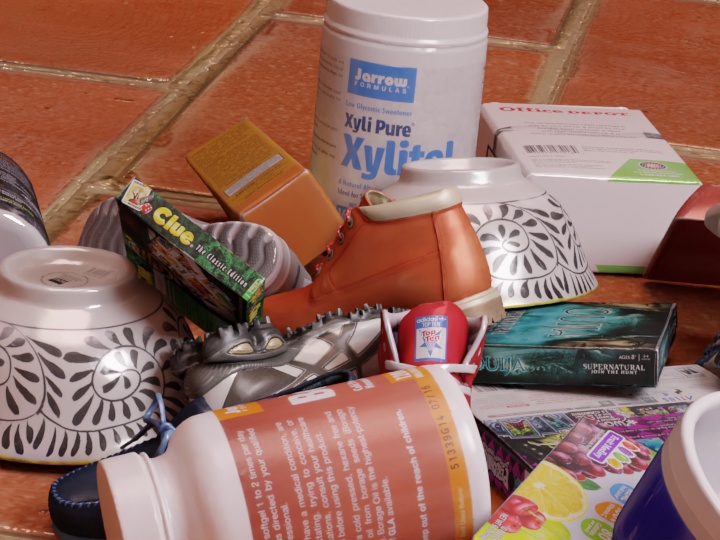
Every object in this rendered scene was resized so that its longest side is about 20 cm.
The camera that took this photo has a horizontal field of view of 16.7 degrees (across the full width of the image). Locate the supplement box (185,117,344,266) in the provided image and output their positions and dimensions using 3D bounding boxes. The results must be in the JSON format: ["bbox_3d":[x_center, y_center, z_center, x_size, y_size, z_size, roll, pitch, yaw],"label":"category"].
[{"bbox_3d":[-0.074,-0.059,1.895,0.069,0.067,0.200,-37,22,-6],"label":"supplement box"}]

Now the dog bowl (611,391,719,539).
[{"bbox_3d":[0.234,0.156,1.275,0.200,0.079,0.200,24,26,-13],"label":"dog bowl"}]

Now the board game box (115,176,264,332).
[{"bbox_3d":[-0.108,0.003,1.579,0.105,0.023,0.200,36,-12,5],"label":"board game box"}]

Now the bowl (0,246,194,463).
[{"bbox_3d":[-0.188,0.042,1.570,0.200,0.094,0.201,3,20,-1],"label":"bowl"}]

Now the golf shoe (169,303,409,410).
[{"bbox_3d":[-0.031,0.076,1.561,0.200,0.095,0.078,-9,-12,-41],"label":"golf shoe"}]

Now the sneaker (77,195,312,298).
[{"bbox_3d":[-0.124,-0.001,1.800,0.200,0.075,0.082,14,-13,36],"label":"sneaker"}]

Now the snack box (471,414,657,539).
[{"bbox_3d":[0.146,0.162,1.338,0.142,0.053,0.200,29,25,12],"label":"snack box"}]

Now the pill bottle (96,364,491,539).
[{"bbox_3d":[-0.038,0.124,1.340,0.200,0.112,0.112,-11,23,-13],"label":"pill bottle"}]

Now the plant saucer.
[{"bbox_3d":[0.321,-0.023,1.831,0.199,0.037,0.200,5,-13,1],"label":"plant saucer"}]

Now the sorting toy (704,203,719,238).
[{"bbox_3d":[0.319,0.004,1.668,0.180,0.107,0.200,25,6,0],"label":"sorting toy"}]

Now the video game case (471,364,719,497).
[{"bbox_3d":[0.171,0.111,1.561,0.200,0.036,0.181,-4,20,-23],"label":"video game case"}]

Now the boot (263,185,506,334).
[{"bbox_3d":[0.000,0.000,1.684,0.200,0.107,0.075,-13,7,32],"label":"boot"}]

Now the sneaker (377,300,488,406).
[{"bbox_3d":[0.044,0.089,1.478,0.071,0.113,0.200,4,21,-8],"label":"sneaker"}]

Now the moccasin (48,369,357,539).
[{"bbox_3d":[-0.091,0.101,1.443,0.200,0.068,0.080,-18,34,-22],"label":"moccasin"}]

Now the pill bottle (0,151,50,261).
[{"bbox_3d":[-0.278,-0.027,1.745,0.106,0.106,0.200,0,20,-13],"label":"pill bottle"}]

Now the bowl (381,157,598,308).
[{"bbox_3d":[0.074,-0.033,1.807,0.200,0.094,0.201,-2,8,0],"label":"bowl"}]

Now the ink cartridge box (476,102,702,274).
[{"bbox_3d":[0.180,-0.069,2.005,0.145,0.084,0.200,2,20,-9],"label":"ink cartridge box"}]

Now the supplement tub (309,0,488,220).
[{"bbox_3d":[0.028,-0.117,1.930,0.132,0.200,0.132,4,20,-1],"label":"supplement tub"}]

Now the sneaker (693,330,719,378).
[{"bbox_3d":[0.284,0.067,1.677,0.085,0.077,0.200,40,6,1],"label":"sneaker"}]

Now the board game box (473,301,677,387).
[{"bbox_3d":[0.144,0.047,1.678,0.135,0.028,0.200,1,8,10],"label":"board game box"}]
